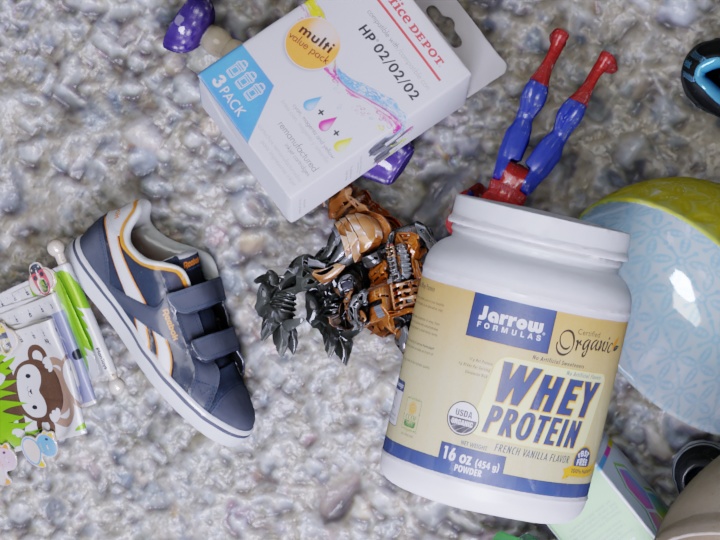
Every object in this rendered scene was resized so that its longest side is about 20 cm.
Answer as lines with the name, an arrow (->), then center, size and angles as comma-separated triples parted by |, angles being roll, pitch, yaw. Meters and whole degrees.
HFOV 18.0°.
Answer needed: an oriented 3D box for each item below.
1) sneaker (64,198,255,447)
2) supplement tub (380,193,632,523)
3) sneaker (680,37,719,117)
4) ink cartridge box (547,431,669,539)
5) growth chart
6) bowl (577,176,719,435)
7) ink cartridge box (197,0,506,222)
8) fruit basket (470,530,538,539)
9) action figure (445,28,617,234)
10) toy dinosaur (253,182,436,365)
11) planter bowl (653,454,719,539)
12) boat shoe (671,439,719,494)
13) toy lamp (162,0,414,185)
sneaker -> -0.134, 0.036, 1.701 | 0.079, 0.078, 0.200 | -41, 87, 19
supplement tub -> 0.101, 0.058, 1.531 | 0.144, 0.144, 0.200 | 13, 94, 9
sneaker -> 0.320, -0.109, 1.592 | 0.200, 0.082, 0.073 | 15, 98, 8
ink cartridge box -> 0.200, 0.203, 1.643 | 0.059, 0.104, 0.200 | -39, 88, 14
growth chart -> -0.264, 0.080, 1.739 | 0.200, 0.018, 0.145 | -30, 87, 31
bowl -> 0.254, 0.007, 1.595 | 0.108, 0.200, 0.200 | -39, 88, -29
ink cartridge box -> -0.002, -0.141, 1.616 | 0.200, 0.068, 0.115 | -35, 79, -10
fruit basket -> 0.160, 0.275, 1.618 | 0.200, 0.185, 0.094 | 29, 68, 18
action figure -> 0.117, -0.067, 1.654 | 0.065, 0.099, 0.200 | 28, 79, 10
toy dinosaur -> 0.000, 0.000, 1.658 | 0.102, 0.200, 0.136 | 28, 120, -35
planter bowl -> 0.302, 0.182, 1.525 | 0.200, 0.200, 0.135 | 23, 57, 8
boat shoe -> 0.297, 0.209, 1.649 | 0.069, 0.057, 0.200 | -43, 87, 13
toy lamp -> -0.050, -0.132, 1.675 | 0.200, 0.058, 0.058 | 34, 102, 4
